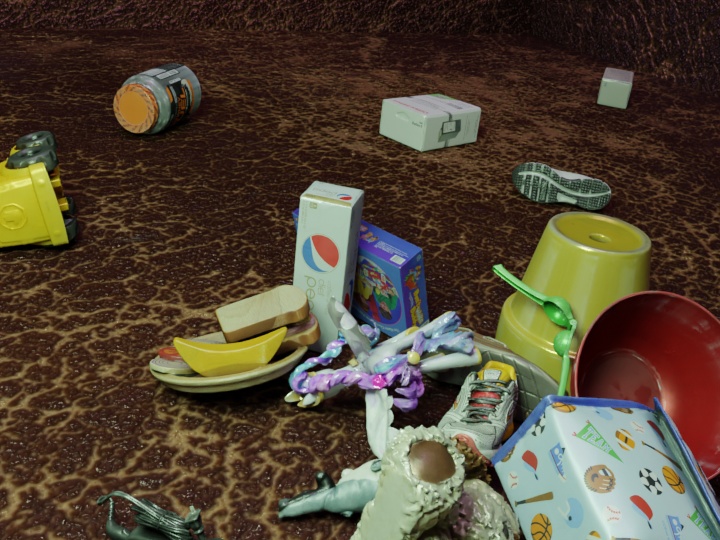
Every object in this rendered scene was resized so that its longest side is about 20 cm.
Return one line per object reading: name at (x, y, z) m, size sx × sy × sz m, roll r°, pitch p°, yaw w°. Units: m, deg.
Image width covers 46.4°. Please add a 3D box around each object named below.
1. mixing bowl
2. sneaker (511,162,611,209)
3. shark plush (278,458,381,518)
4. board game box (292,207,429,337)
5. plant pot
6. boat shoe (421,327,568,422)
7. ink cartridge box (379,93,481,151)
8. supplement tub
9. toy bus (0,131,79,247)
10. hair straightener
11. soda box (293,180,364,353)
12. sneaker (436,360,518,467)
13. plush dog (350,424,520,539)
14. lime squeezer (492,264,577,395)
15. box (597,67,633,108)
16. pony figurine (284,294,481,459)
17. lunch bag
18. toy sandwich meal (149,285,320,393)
mixing bowl at (0.306, 0.133, 0.916) m, size 0.195 × 0.205 × 0.108 m, roll 3°, pitch -13°, yaw -8°
sneaker at (0.399, -0.166, 1.681) m, size 0.196 × 0.075 × 0.080 m, roll 18°, pitch 12°, yaw 11°
shark plush at (0.025, 0.215, 0.776) m, size 0.195 × 0.091 × 0.085 m, roll 8°, pitch 56°, yaw -13°
board game box at (0.000, 0.000, 1.122) m, size 0.198 × 0.136 × 0.045 m, roll 28°, pitch 51°, yaw 36°
plant pot at (0.282, 0.039, 1.065) m, size 0.196 × 0.193 × 0.202 m, roll 6°, pitch 26°, yaw -3°
boat shoe at (0.162, 0.116, 1.009) m, size 0.197 × 0.077 × 0.071 m, roll 26°, pitch 25°, yaw 25°
ink cartridge box at (0.162, -0.348, 1.956) m, size 0.198 × 0.086 × 0.144 m, roll -16°, pitch 34°, yaw -41°
supplement tub at (-0.430, -0.362, 1.776) m, size 0.120 × 0.125 × 0.200 m, roll 13°, pitch 26°, yaw 12°
toy bus at (-0.524, -0.105, 1.236) m, size 0.188 × 0.138 × 0.200 m, roll -17°, pitch 29°, yaw -12°
hair straightener at (-0.140, 0.220, 0.700) m, size 0.196 × 0.079 × 0.041 m, roll 18°, pitch 29°, yaw 21°
soda box at (-0.043, -0.002, 1.041) m, size 0.067 × 0.204 × 0.064 m, roll 12°, pitch 25°, yaw 11°
sneaker at (0.123, 0.145, 0.880) m, size 0.076 × 0.084 × 0.200 m, roll 13°, pitch 11°, yaw 14°
plush dog at (0.071, 0.234, 0.685) m, size 0.170 × 0.160 × 0.204 m, roll -1°, pitch 64°, yaw -46°
lime squeezer at (0.217, 0.070, 0.960) m, size 0.069 × 0.038 × 0.203 m, roll -3°, pitch 57°, yaw -19°
box at (0.786, -0.564, 2.585) m, size 0.093 × 0.079 × 0.200 m, roll 15°, pitch 26°, yaw 15°
pony figurine at (0.024, 0.104, 0.897) m, size 0.196 × 0.170 × 0.193 m, roll -15°, pitch -6°, yaw -18°
lunch bag at (0.245, 0.207, 0.742) m, size 0.196 × 0.125 × 0.172 m, roll 11°, pitch 42°, yaw -30°
toy sandwich meal at (-0.142, 0.075, 0.953) m, size 0.200 × 0.072 × 0.205 m, roll -7°, pitch 13°, yaw 1°
